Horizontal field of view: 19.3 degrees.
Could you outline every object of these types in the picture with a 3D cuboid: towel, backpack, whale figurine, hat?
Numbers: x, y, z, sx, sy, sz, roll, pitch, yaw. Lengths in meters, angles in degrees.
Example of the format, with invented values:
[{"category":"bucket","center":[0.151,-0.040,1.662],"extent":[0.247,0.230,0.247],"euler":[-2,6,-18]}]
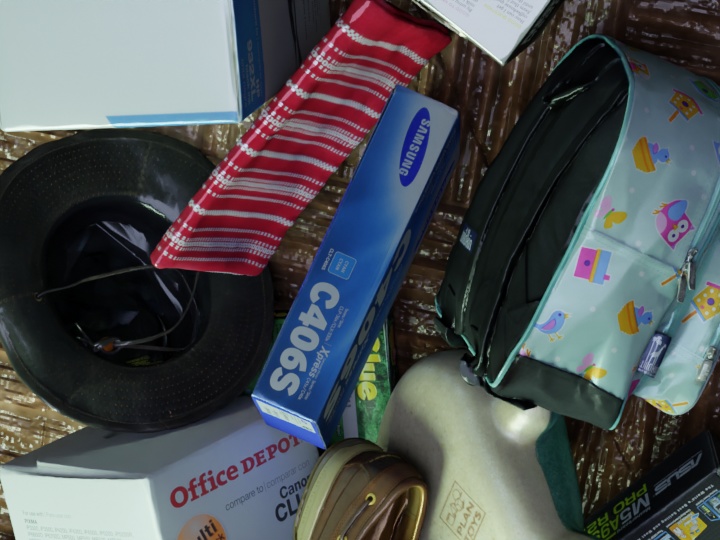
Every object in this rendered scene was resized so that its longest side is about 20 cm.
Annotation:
[{"category":"towel","center":[-0.032,-0.075,1.233],"extent":[0.022,0.145,0.200],"euler":[42,100,15]},{"category":"backpack","center":[0.144,-0.026,1.200],"extent":[0.153,0.176,0.201],"euler":[15,104,-12]},{"category":"whale figurine","center":[0.094,0.133,1.261],"extent":[0.200,0.103,0.160],"euler":[47,128,41]},{"category":"hat","center":[-0.151,0.015,1.330],"extent":[0.199,0.081,0.202],"euler":[5,69,-14]}]

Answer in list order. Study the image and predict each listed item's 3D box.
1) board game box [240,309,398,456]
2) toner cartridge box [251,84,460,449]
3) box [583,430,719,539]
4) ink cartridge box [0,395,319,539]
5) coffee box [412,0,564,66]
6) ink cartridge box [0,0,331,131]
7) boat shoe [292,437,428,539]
[{"category":"board game box","center":[-0.023,0.124,1.361],"extent":[0.104,0.023,0.201],"euler":[1,105,17]},{"category":"toner cartridge box","center":[0.000,0.000,1.240],"extent":[0.043,0.095,0.201],"euler":[23,79,7]},{"category":"box","center":[0.188,0.212,1.290],"extent":[0.200,0.044,0.160],"euler":[-39,112,19]},{"category":"ink cartridge box","center":[-0.107,0.190,1.312],"extent":[0.144,0.145,0.201],"euler":[-3,105,43]},{"category":"coffee box","center":[0.116,-0.223,1.187],"extent":[0.080,0.113,0.200],"euler":[37,109,3]},{"category":"ink cartridge box","center":[-0.111,-0.143,1.221],"extent":[0.144,0.200,0.084],"euler":[-2,106,15]},{"category":"boat shoe","center":[-0.012,0.202,1.242],"extent":[0.067,0.072,0.201],"euler":[17,91,49]}]
